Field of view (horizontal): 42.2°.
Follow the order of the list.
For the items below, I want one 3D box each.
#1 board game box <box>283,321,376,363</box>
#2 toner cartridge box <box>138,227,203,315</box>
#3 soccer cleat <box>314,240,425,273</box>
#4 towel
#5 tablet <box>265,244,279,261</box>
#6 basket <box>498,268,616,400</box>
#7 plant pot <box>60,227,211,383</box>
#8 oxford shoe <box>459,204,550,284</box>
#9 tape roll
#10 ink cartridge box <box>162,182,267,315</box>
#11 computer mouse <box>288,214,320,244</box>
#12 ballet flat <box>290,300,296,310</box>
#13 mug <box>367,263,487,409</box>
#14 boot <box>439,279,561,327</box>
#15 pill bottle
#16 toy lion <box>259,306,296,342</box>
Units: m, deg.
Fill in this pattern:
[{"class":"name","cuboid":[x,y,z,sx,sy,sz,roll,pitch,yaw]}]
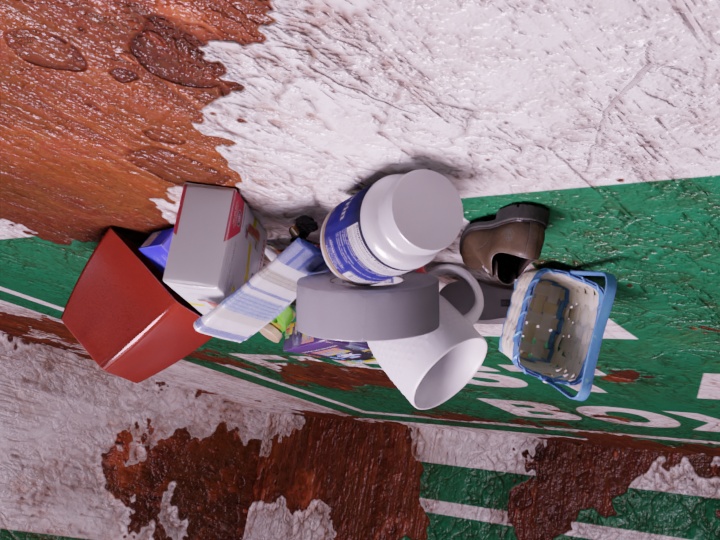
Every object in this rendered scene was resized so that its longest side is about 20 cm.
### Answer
[{"class":"board game box","cuboid":[-0.032,0.131,1.756,0.163,0.058,0.199,11,165,-25]},{"class":"toner cartridge box","cuboid":[-0.274,0.016,1.569,0.200,0.043,0.095,50,152,-24]},{"class":"soccer cleat","cuboid":[0.000,0.000,1.407,0.197,0.077,0.067,5,148,10]},{"class":"towel","cuboid":[-0.132,0.030,1.320,0.199,0.024,0.147,-39,159,11]},{"class":"tablet","cuboid":[-0.081,0.028,1.480,0.200,0.014,0.130,35,168,47]},{"class":"basket","cuboid":[0.292,0.079,1.345,0.137,0.179,0.200,15,-177,-15]},{"class":"plant pot","cuboid":[-0.398,0.080,1.634,0.200,0.176,0.200,43,177,22]},{"class":"oxford shoe","cuboid":[0.175,-0.022,1.215,0.072,0.086,0.200,12,167,-12]},{"class":"tape roll","cuboid":[0.010,0.044,1.278,0.197,0.067,0.200,-1,-173,0]},{"class":"ink cartridge box","cuboid":[-0.204,-0.021,1.357,0.082,0.147,0.200,6,165,9]},{"class":"computer mouse","cuboid":[-0.006,-0.042,1.345,0.197,0.044,0.110,13,167,0]},{"class":"ballet flat","cuboid":[-0.113,0.045,1.704,0.070,0.070,0.200,21,168,7]},{"class":"mug","cuboid":[0.103,0.081,1.436,0.176,0.200,0.147,47,-173,31]},{"class":"boot","cuboid":[0.226,0.069,1.524,0.197,0.074,0.096,7,158,11]},{"class":"pill bottle","cuboid":[0.036,-0.051,1.136,0.114,0.117,0.200,16,164,-22]},{"class":"toy lion","cuboid":[-0.202,0.029,1.612,0.199,0.069,0.192,34,162,2]}]
